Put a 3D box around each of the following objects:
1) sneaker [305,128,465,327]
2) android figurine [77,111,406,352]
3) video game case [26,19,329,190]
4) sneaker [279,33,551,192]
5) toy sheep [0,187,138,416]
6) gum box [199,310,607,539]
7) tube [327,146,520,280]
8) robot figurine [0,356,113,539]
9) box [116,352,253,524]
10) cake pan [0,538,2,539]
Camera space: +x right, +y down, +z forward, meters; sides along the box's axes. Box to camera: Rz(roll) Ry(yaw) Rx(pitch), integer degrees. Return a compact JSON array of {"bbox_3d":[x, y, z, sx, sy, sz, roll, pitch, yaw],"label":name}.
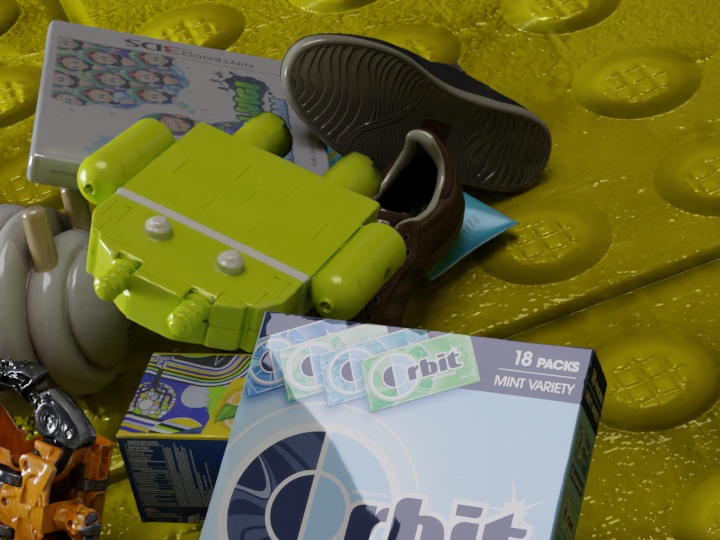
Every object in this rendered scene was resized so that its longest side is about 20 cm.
[{"bbox_3d":[0.000,0.000,1.241,0.070,0.076,0.201,13,54,22],"label":"sneaker"},{"bbox_3d":[-0.071,-0.023,1.155,0.181,0.041,0.200,26,38,17],"label":"android figurine"},{"bbox_3d":[-0.111,-0.094,1.305,0.181,0.024,0.200,10,29,-10],"label":"video game case"},{"bbox_3d":[0.019,-0.109,1.351,0.199,0.075,0.106,20,13,-32],"label":"sneaker"},{"bbox_3d":[-0.200,0.021,1.244,0.199,0.138,0.138,-4,37,26],"label":"toy sheep"},{"bbox_3d":[0.012,0.125,0.981,0.169,0.045,0.201,5,65,20],"label":"gum box"},{"bbox_3d":[0.008,-0.055,1.362,0.077,0.051,0.200,-35,48,-24],"label":"tube"},{"bbox_3d":[-0.210,0.106,1.147,0.199,0.146,0.058,20,15,34],"label":"robot figurine"},{"bbox_3d":[-0.019,0.088,1.085,0.199,0.065,0.070,1,38,16],"label":"box"},{"bbox_3d":[-0.244,0.197,0.986,0.199,0.037,0.201,-9,41,8],"label":"cake pan"}]
